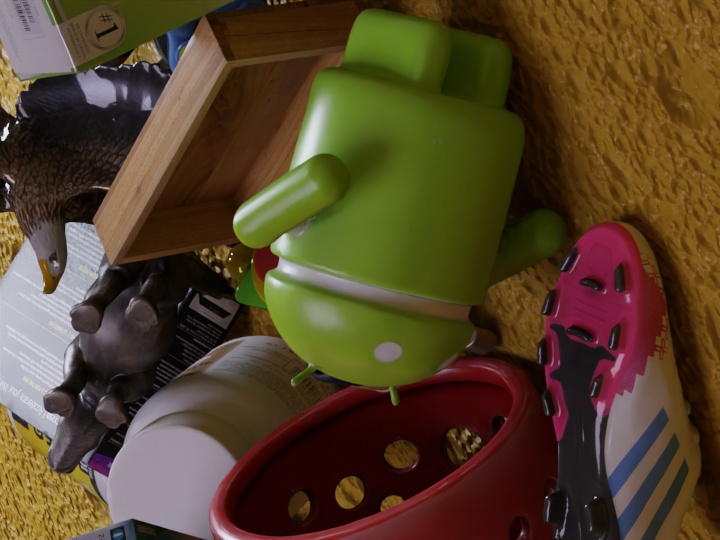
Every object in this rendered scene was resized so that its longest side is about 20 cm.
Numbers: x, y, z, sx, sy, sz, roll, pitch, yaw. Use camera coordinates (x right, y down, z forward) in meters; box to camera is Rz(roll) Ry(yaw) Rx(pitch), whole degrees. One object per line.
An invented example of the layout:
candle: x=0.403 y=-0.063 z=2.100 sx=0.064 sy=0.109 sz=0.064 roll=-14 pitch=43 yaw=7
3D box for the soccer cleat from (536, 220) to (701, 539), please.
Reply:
soccer cleat: x=0.139 y=0.072 z=1.426 sx=0.070 sy=0.086 sz=0.201 roll=14 pitch=104 yaw=51

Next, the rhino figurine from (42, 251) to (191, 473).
rhino figurine: x=-0.151 y=0.056 z=1.667 sx=0.060 sy=0.088 sz=0.200 roll=25 pitch=132 yaw=1

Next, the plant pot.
plant pot: x=0.036 y=0.174 z=1.558 sx=0.200 sy=0.200 sz=0.183 roll=12 pitch=128 yaw=58

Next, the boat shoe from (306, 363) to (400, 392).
boat shoe: x=0.005 y=-0.026 z=1.532 sx=0.075 sy=0.062 sz=0.201 roll=28 pitch=117 yaw=50

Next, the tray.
tray: x=-0.072 y=-0.078 z=1.541 sx=0.037 sy=0.098 sz=0.200 roll=64 pitch=146 yaw=23

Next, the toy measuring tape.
toy measuring tape: x=0.000 y=0.000 z=1.625 sx=0.199 sy=0.074 sz=0.074 roll=11 pitch=126 yaw=38

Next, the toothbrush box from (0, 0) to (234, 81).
toothbrush box: x=-0.110 y=-0.205 z=1.453 sx=0.086 sy=0.200 sz=0.146 roll=0 pitch=114 yaw=60

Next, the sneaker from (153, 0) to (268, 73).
sneaker: x=-0.112 y=-0.171 z=1.585 sx=0.200 sy=0.071 sz=0.083 roll=41 pitch=-163 yaw=-54

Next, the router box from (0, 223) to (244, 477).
router box: x=-0.184 y=0.045 z=1.898 sx=0.051 sy=0.150 sz=0.200 roll=34 pitch=176 yaw=-41

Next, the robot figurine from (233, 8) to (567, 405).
robot figurine: x=0.017 y=-0.031 z=1.434 sx=0.116 sy=0.175 sz=0.201 roll=19 pitch=95 yaw=49

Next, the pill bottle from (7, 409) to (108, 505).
pill bottle: x=-0.185 y=0.097 z=1.989 sx=0.200 sy=0.112 sz=0.113 roll=28 pitch=139 yaw=49

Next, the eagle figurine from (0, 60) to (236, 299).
eagle figurine: x=-0.174 y=-0.051 z=1.706 sx=0.152 sy=0.199 sz=0.152 roll=-134 pitch=41 yaw=-84

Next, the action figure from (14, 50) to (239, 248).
action figure: x=-0.145 y=-0.099 z=1.790 sx=0.199 sy=0.105 sz=0.194 roll=25 pitch=152 yaw=7

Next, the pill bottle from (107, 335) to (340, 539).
pill bottle: x=-0.084 y=0.115 z=1.705 sx=0.115 sy=0.114 sz=0.200 roll=64 pitch=-163 yaw=-4

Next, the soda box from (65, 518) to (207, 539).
soda box: x=-0.104 y=0.191 z=1.559 sx=0.200 sy=0.068 sz=0.064 roll=27 pitch=-132 yaw=-63
